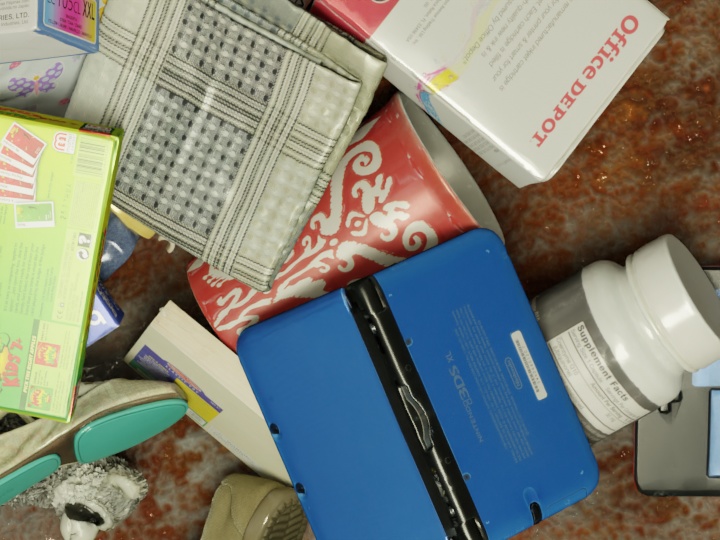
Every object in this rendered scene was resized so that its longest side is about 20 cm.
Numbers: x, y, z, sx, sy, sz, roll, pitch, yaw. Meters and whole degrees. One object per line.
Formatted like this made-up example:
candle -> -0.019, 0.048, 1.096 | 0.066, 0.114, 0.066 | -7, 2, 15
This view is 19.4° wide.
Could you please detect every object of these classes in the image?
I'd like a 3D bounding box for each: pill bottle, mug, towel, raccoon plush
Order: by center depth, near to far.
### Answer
towel -> -0.102, -0.109, 1.430 | 0.192, 0.035, 0.200 | 32, 112, 10
pill bottle -> 0.158, 0.064, 1.498 | 0.200, 0.113, 0.113 | -31, 95, 19
mug -> -0.003, 0.000, 1.509 | 0.200, 0.133, 0.178 | -34, 93, 11
raccoon plush -> -0.228, 0.107, 1.559 | 0.133, 0.097, 0.201 | -4, 98, -4

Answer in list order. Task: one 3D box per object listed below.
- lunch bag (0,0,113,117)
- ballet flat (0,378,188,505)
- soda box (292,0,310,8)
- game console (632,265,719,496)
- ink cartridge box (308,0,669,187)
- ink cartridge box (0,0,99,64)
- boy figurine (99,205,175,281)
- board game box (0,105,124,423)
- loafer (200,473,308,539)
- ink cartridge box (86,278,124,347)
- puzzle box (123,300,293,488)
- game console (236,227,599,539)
lunch bag -> -0.228, -0.198, 1.461 | 0.127, 0.169, 0.200 | 35, 99, 28
ballet flat -> -0.219, 0.112, 1.500 | 0.199, 0.068, 0.062 | -24, 66, -22
soda box -> -0.062, -0.227, 1.486 | 0.064, 0.068, 0.200 | 36, 91, 33
game console -> 0.302, 0.082, 1.552 | 0.199, 0.031, 0.178 | 0, 98, 4
ink cartridge box -> 0.085, -0.174, 1.443 | 0.200, 0.086, 0.148 | 40, 84, -6
ink cartridge box -> -0.238, -0.236, 1.336 | 0.136, 0.076, 0.201 | -3, 83, 24
boy figurine -> -0.164, -0.073, 1.529 | 0.124, 0.064, 0.200 | 40, 93, -25
board game box -> -0.229, -0.005, 1.434 | 0.101, 0.048, 0.201 | 11, 99, -3
loafer -> -0.100, 0.237, 1.579 | 0.067, 0.076, 0.201 | 37, 110, 34
ink cartridge box -> -0.276, 0.050, 1.490 | 0.200, 0.044, 0.094 | -33, 99, 5
puzzle box -> -0.081, 0.106, 1.528 | 0.200, 0.133, 0.025 | 40, 70, -3
game console -> 0.039, 0.096, 1.447 | 0.170, 0.118, 0.201 | -24, 91, -26
